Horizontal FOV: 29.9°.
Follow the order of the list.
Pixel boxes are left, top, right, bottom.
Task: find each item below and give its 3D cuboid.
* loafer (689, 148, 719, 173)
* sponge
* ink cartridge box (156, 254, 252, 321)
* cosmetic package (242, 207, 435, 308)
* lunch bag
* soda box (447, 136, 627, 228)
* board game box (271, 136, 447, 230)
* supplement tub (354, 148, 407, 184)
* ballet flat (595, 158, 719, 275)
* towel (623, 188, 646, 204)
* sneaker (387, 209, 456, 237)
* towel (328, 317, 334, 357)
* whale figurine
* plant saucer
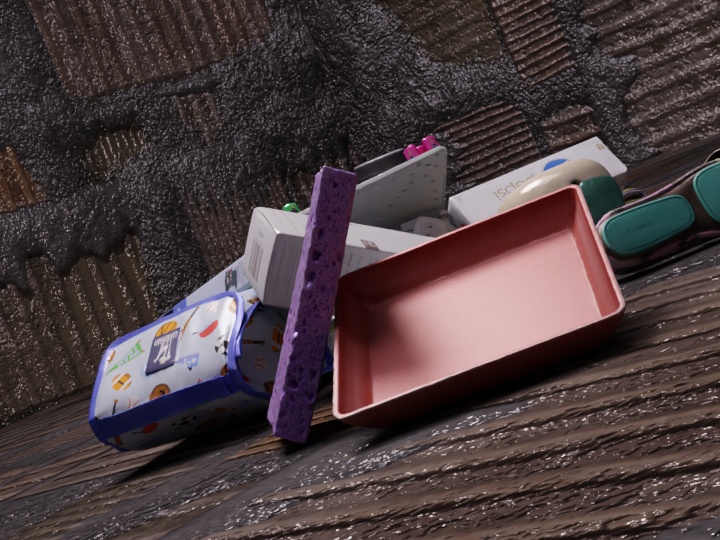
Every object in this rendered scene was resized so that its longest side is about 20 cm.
[{"bbox_3d":[0.330,-0.073,1.321,0.072,0.063,0.200,-21,2,33],"label":"loafer"},{"bbox_3d":[-0.037,0.025,1.016,0.030,0.201,0.112,11,1,-5],"label":"sponge"},{"bbox_3d":[-0.108,0.036,1.407,0.119,0.042,0.200,16,-35,-41],"label":"ink cartridge box"},{"bbox_3d":[0.000,0.000,1.248,0.199,0.074,0.102,8,15,-19],"label":"cosmetic package"},{"bbox_3d":[-0.143,0.091,1.267,0.170,0.124,0.200,-22,6,23],"label":"lunch bag"},{"bbox_3d":[0.195,-0.073,1.490,0.200,0.064,0.068,-24,-36,-20],"label":"soda box"},{"bbox_3d":[-0.003,-0.045,1.425,0.200,0.026,0.200,-26,-25,-11],"label":"board game box"},{"bbox_3d":[0.060,-0.053,1.744,0.107,0.200,0.107,-22,1,0],"label":"supplement tub"},{"bbox_3d":[0.295,-0.048,1.197,0.200,0.069,0.071,-23,-17,-5],"label":"ballet flat"},{"bbox_3d":[0.261,-0.054,1.738,0.143,0.023,0.200,-17,-9,-36],"label":"towel"},{"bbox_3d":[0.043,0.013,1.397,0.200,0.115,0.075,-23,2,-33],"label":"sneaker"},{"bbox_3d":[-0.030,0.078,1.514,0.171,0.048,0.200,-26,3,-19],"label":"towel"},{"bbox_3d":[0.204,-0.028,1.395,0.159,0.104,0.200,-23,-22,-20],"label":"whale figurine"},{"bbox_3d":[0.079,0.029,0.937,0.199,0.037,0.200,-22,24,10],"label":"plant saucer"}]
